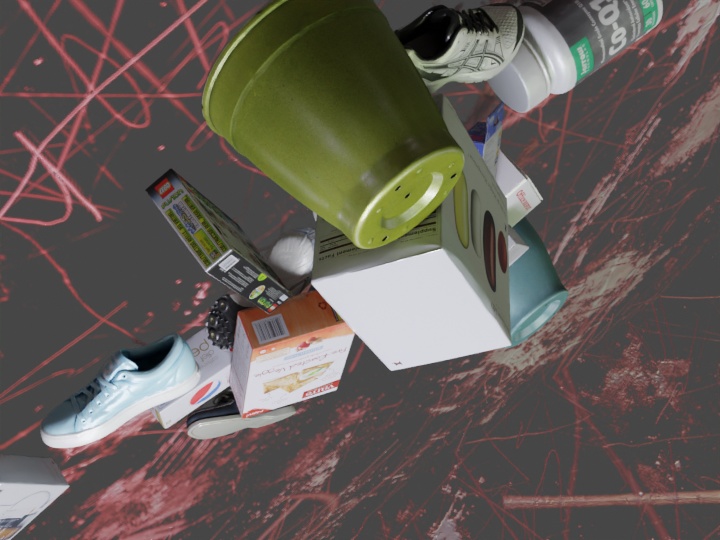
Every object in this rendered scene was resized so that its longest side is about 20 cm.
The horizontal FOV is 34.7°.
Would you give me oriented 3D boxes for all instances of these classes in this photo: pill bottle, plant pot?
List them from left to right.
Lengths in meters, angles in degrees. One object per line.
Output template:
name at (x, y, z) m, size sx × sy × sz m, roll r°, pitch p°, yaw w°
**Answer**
plant pot at (-0.011, -0.130, 1.065) m, size 0.200 × 0.193 × 0.201 m, roll -34°, pitch 160°, yaw -14°
plant pot at (0.219, 0.013, 1.826) m, size 0.200 × 0.188 × 0.200 m, roll -35°, pitch 161°, yaw -14°
pill bottle at (0.240, -0.276, 1.332) m, size 0.200 × 0.113 × 0.113 m, roll -37°, pitch 161°, yaw -10°

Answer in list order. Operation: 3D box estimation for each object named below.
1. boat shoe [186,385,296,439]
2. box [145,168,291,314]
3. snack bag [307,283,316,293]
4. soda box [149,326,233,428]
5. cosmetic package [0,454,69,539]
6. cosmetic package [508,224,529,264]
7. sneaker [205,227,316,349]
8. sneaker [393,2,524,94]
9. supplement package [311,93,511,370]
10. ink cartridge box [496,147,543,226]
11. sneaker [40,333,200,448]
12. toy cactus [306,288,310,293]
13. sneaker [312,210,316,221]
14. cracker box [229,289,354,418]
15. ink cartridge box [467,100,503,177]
boat shoe at (-0.177, 0.199, 1.685) m, size 0.199 × 0.062 × 0.075 m, roll -6°, pitch 159°, yaw -44°
box at (-0.141, -0.025, 1.185) m, size 0.035 × 0.110 × 0.200 m, roll -39°, pitch 161°, yaw 1°
snack bag at (0.000, 0.000, 1.444) m, size 0.188 × 0.021 × 0.200 m, roll -27°, pitch 155°, yaw -41°
soda box at (-0.188, 0.115, 1.479) m, size 0.199 × 0.064 × 0.068 m, roll -33°, pitch 160°, yaw -17°
cosmetic package at (-0.472, 0.305, 1.394) m, size 0.200 × 0.052 × 0.151 m, roll -42°, pitch 158°, yaw 6°
cosmetic package at (0.143, 0.014, 1.639) m, size 0.200 × 0.051 × 0.082 m, roll -43°, pitch 165°, yaw 14°
sneaker at (-0.113, 0.026, 1.415) m, size 0.200 × 0.072 × 0.072 m, roll -45°, pitch 164°, yaw 21°
sneaker at (0.104, -0.242, 1.210) m, size 0.199 × 0.076 × 0.088 m, roll -31°, pitch 159°, yaw -26°
supplement package at (0.060, -0.036, 1.219) m, size 0.146 × 0.201 × 0.191 m, roll -14°, pitch 142°, yaw 23°
ink cartridge box at (0.152, -0.078, 1.656) m, size 0.200 × 0.083 × 0.147 m, roll -42°, pitch 162°, yaw 6°
sneaker at (-0.289, 0.131, 1.349) m, size 0.199 × 0.074 × 0.082 m, roll -28°, pitch 128°, yaw -18°
toy cactus at (-0.069, 0.076, 1.599) m, size 0.164 × 0.103 × 0.200 m, roll -16°, pitch 160°, yaw -29°
sneaker at (0.028, -0.121, 1.376) m, size 0.199 × 0.081 × 0.083 m, roll -34°, pitch 177°, yaw 12°
cracker box at (-0.085, 0.102, 1.410) m, size 0.133 × 0.058 × 0.200 m, roll -16°, pitch 154°, yaw -18°
ink cartridge box at (0.149, -0.114, 1.492) m, size 0.119 × 0.042 × 0.201 m, roll -47°, pitch 146°, yaw -65°
